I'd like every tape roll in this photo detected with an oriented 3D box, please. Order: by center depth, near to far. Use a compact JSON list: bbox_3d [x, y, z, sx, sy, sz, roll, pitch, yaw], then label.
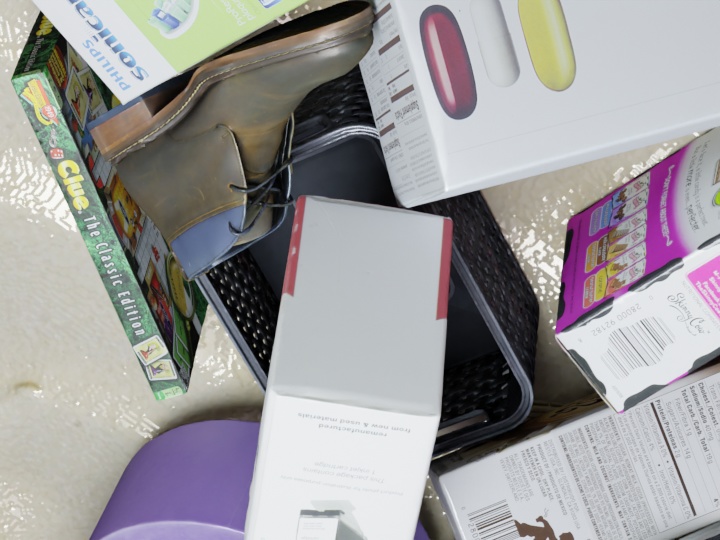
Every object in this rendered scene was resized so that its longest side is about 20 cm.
[{"bbox_3d":[-0.061,0.187,1.537,0.199,0.085,0.200,12,133,13],"label":"tape roll"}]

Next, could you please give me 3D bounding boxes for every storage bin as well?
[{"bbox_3d":[0.000,0.000,1.447,0.135,0.094,0.200,-22,115,18],"label":"storage bin"}]

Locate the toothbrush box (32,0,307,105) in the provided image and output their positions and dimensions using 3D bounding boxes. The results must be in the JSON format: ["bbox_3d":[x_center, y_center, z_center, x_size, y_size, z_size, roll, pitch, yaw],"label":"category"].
[{"bbox_3d":[-0.048,-0.186,1.286,0.200,0.146,0.086,-24,116,36],"label":"toothbrush box"}]

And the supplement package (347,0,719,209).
[{"bbox_3d":[0.109,-0.109,1.288,0.199,0.156,0.111,-16,90,-7],"label":"supplement package"}]

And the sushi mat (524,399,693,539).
[{"bbox_3d":[0.188,0.124,1.545,0.199,0.012,0.096,6,122,3],"label":"sushi mat"}]

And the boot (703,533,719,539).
[{"bbox_3d":[0.205,0.199,1.426,0.066,0.200,0.165,26,127,37],"label":"boot"}]

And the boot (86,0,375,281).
[{"bbox_3d":[-0.046,-0.063,1.310,0.200,0.075,0.097,-20,97,48],"label":"boot"}]

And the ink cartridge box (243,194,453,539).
[{"bbox_3d":[-0.010,0.087,1.342,0.083,0.147,0.200,8,132,-2],"label":"ink cartridge box"}]

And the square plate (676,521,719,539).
[{"bbox_3d":[0.146,0.248,1.506,0.198,0.028,0.201,-20,115,-17],"label":"square plate"}]

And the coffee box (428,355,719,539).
[{"bbox_3d":[0.143,0.104,1.440,0.199,0.113,0.080,-22,91,-3],"label":"coffee box"}]

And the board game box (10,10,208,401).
[{"bbox_3d":[-0.130,-0.040,1.431,0.023,0.105,0.200,-16,118,11],"label":"board game box"}]

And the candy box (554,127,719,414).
[{"bbox_3d":[0.199,-0.026,1.385,0.200,0.136,0.061,-33,109,23],"label":"candy box"}]
